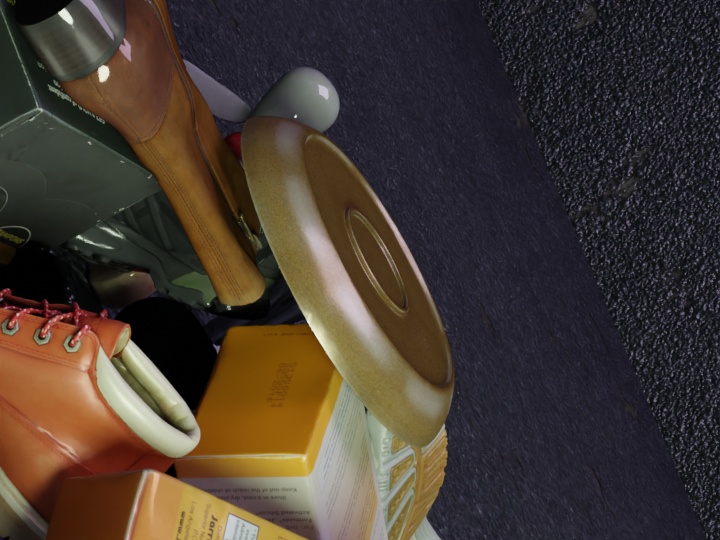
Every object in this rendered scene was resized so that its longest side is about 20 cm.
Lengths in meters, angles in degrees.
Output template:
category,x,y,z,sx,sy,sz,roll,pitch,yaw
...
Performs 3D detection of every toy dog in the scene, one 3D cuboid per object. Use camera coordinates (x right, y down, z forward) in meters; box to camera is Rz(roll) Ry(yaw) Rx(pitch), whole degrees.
category,x,y,z,sx,sy,sz,roll,pitch,yaw
toy dog,-0.113,-0.062,1.367,0.096,0.200,0.132,-130,-151,-60

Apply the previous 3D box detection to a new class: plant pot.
category,x,y,z,sx,sy,sz,roll,pitch,yaw
plant pot,0.000,0.000,1.180,0.200,0.027,0.200,57,14,-22

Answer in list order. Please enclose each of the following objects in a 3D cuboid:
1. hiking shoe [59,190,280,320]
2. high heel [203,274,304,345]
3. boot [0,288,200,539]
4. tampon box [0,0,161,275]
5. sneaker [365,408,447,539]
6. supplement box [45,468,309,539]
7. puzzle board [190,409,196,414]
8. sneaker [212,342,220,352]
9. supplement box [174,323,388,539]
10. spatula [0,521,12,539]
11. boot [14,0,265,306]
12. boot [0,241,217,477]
category,x,y,z,sx,sy,sz,roll,pitch,yaw
hiking shoe,-0.127,-0.048,1.259,0.200,0.101,0.076,25,-3,7
high heel,-0.075,-0.045,1.512,0.071,0.143,0.200,39,26,-60
boot,-0.162,0.032,1.010,0.200,0.107,0.075,49,22,-10
tampon box,-0.214,-0.117,1.152,0.200,0.126,0.150,67,14,20
sneaker,-0.002,0.135,1.296,0.076,0.088,0.200,-42,145,-39
supplement box,-0.050,0.155,1.008,0.200,0.067,0.069,28,63,-37
puzzle board,-0.065,0.157,1.240,0.200,0.017,0.151,24,65,-75
sneaker,-0.075,0.119,1.375,0.200,0.075,0.082,38,41,-48
supplement box,-0.035,0.144,1.168,0.126,0.073,0.200,-71,156,-58
spatula,-0.195,0.086,1.033,0.057,0.021,0.200,25,36,-52
boot,-0.097,-0.107,1.150,0.200,0.068,0.188,55,15,-34
boot,-0.143,0.048,1.198,0.198,0.073,0.162,-95,158,-46
